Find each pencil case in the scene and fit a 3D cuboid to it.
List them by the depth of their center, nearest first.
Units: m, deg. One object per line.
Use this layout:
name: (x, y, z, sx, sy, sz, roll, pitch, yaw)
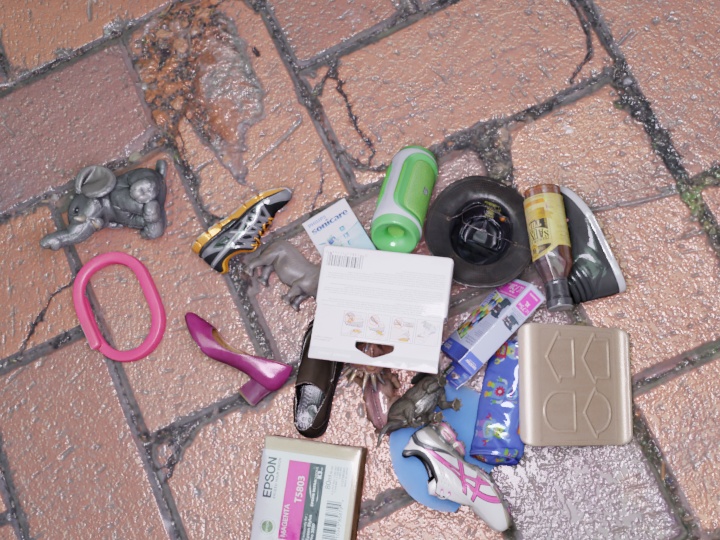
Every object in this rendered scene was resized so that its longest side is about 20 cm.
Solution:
pencil case: (0.231, 0.207, 1.435, 0.087, 0.078, 0.200, 4, 71, 34)

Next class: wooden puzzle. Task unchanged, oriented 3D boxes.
wooden puzzle: (0.329, 0.179, 1.424, 0.200, 0.046, 0.186, 4, 80, -23)

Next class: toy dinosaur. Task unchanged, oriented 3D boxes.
toy dinosaur: (0.088, 0.207, 1.397, 0.077, 0.102, 0.200, 44, 66, -19)
toy dinosaur: (0.028, 0.199, 1.448, 0.086, 0.136, 0.200, -24, 81, 2)

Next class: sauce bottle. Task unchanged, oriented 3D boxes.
sauce bottle: (0.300, -0.036, 1.438, 0.066, 0.066, 0.200, -9, 69, 7)

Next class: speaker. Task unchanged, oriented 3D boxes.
speaker: (0.074, -0.118, 1.495, 0.088, 0.089, 0.200, 7, 45, 11)

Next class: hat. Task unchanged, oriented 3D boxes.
hat: (0.192, -0.051, 1.507, 0.200, 0.081, 0.201, 2, 67, -4)

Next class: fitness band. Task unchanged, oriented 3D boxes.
fitness band: (-0.424, 0.064, 1.609, 0.143, 0.037, 0.200, -26, 76, 0)

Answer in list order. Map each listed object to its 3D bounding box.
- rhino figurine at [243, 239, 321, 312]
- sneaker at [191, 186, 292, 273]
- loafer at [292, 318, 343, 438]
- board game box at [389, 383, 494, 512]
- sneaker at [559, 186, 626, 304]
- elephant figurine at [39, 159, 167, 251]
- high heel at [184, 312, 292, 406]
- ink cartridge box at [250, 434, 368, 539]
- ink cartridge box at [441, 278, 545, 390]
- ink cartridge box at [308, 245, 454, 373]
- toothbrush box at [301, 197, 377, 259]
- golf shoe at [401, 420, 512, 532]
rhino figurine: (-0.097, 0.024, 1.550, 0.200, 0.060, 0.088, 37, 89, 13)
sneaker: (-0.194, -0.073, 1.585, 0.200, 0.078, 0.077, -37, 88, 4)
loafer: (-0.071, 0.177, 1.497, 0.073, 0.071, 0.201, 4, 85, 10)
board game box: (0.133, 0.279, 1.456, 0.200, 0.039, 0.158, -43, 92, -21)
sneaker: (0.342, -0.036, 1.483, 0.099, 0.071, 0.200, -25, 79, -2)
elephant figurine: (-0.446, -0.116, 1.594, 0.199, 0.155, 0.142, -3, 100, 0)
high heel: (-0.206, 0.126, 1.540, 0.096, 0.067, 0.200, -43, 90, 8)
ink cartridge box: (-0.083, 0.372, 1.464, 0.164, 0.075, 0.200, 5, 79, 9)
ink cartridge box: (0.197, 0.096, 1.454, 0.042, 0.119, 0.200, 42, 88, -11)
ink cartridge box: (0.032, 0.060, 1.377, 0.200, 0.045, 0.177, 7, 78, 10)
toothbrush box: (0.000, 0.000, 1.494, 0.085, 0.146, 0.200, -31, 76, 1)
golf shoe: (0.147, 0.325, 1.391, 0.092, 0.073, 0.200, -37, 81, -18)
